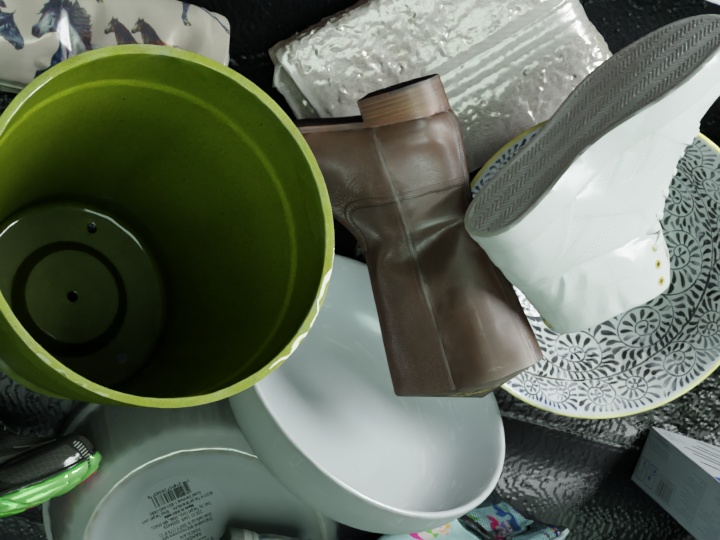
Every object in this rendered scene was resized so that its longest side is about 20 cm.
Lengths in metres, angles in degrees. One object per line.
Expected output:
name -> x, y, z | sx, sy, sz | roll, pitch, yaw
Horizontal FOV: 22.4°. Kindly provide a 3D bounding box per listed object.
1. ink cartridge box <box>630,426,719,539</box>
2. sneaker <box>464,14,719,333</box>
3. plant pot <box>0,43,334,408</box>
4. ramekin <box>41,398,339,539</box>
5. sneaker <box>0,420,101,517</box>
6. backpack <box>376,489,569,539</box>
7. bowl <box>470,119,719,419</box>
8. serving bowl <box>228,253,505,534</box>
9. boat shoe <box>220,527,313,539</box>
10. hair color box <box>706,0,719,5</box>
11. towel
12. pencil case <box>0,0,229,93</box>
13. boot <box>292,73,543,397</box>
ink cartridge box -> 0.260, 0.163, 1.200 | 0.094, 0.200, 0.044 | 18, 98, -15
sneaker -> 0.163, -0.052, 1.083 | 0.200, 0.074, 0.116 | -42, 122, -6
plant pot -> -0.145, -0.005, 1.053 | 0.200, 0.193, 0.200 | 6, 75, -23
ramekin -> -0.107, 0.165, 1.187 | 0.200, 0.105, 0.200 | -3, 110, -9
sneaker -> -0.256, 0.107, 1.125 | 0.200, 0.077, 0.084 | 2, 98, 18
backpack -> 0.050, 0.243, 1.173 | 0.200, 0.151, 0.178 | -5, 123, -57
bowl -> 0.148, -0.014, 1.169 | 0.201, 0.094, 0.201 | -1, 104, -4
serving bowl -> -0.008, 0.086, 1.141 | 0.200, 0.200, 0.066 | 30, 126, -19
boat shoe -> -0.068, 0.258, 1.134 | 0.065, 0.074, 0.202 | 6, 102, -8
hair color box -> 0.300, -0.202, 1.152 | 0.200, 0.065, 0.109 | 17, 105, -14
towel -> 0.053, -0.128, 1.148 | 0.200, 0.034, 0.133 | -30, 113, 1
pencil case -> -0.170, -0.132, 1.081 | 0.200, 0.078, 0.089 | 13, 87, -15
boot -> 0.000, 0.000, 1.111 | 0.186, 0.064, 0.200 | -15, 99, 25
